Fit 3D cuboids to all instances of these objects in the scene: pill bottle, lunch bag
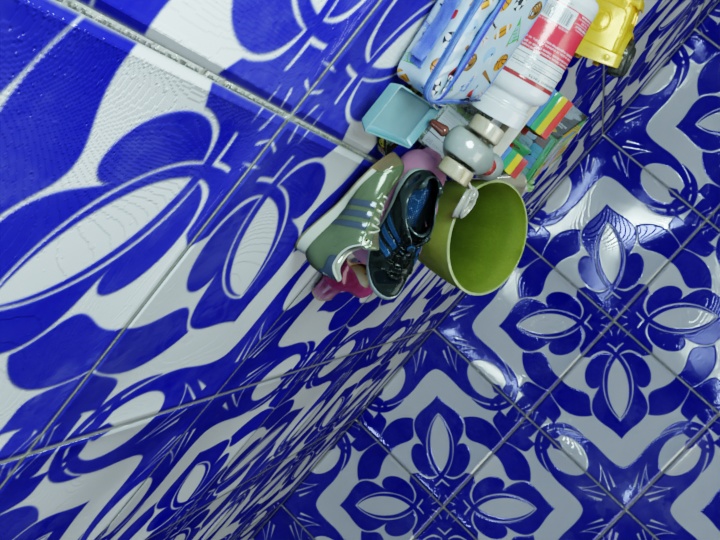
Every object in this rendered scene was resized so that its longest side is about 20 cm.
[{"bbox_3d":[0.238,-0.306,1.180,0.201,0.112,0.112,-61,164,16],"label":"pill bottle"},{"bbox_3d":[0.135,-0.289,1.013,0.160,0.076,0.201,-15,143,-54],"label":"lunch bag"}]

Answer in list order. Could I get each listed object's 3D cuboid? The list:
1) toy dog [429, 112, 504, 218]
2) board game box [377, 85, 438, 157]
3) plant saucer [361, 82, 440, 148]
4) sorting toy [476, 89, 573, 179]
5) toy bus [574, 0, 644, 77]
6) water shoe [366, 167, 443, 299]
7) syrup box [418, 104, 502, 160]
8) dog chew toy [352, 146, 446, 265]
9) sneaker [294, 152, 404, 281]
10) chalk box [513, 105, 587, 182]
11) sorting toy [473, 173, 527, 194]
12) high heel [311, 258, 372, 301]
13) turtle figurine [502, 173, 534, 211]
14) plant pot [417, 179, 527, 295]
[{"bbox_3d":[0.148,-0.172,1.200,0.132,0.096,0.200,-47,166,-10],"label":"toy dog"},{"bbox_3d":[0.098,-0.249,1.156,0.200,0.023,0.105,-45,165,-12],"label":"board game box"},{"bbox_3d":[0.053,-0.198,1.074,0.070,0.019,0.200,-50,168,14],"label":"plant saucer"},{"bbox_3d":[0.254,-0.239,1.397,0.201,0.069,0.199,-53,-166,10],"label":"sorting toy"},{"bbox_3d":[0.449,-0.461,1.506,0.200,0.135,0.193,-26,139,-65],"label":"toy bus"},{"bbox_3d":[0.061,-0.049,1.206,0.079,0.071,0.202,-132,-124,-69],"label":"water shoe"},{"bbox_3d":[0.185,-0.254,1.305,0.200,0.079,0.081,-51,167,14],"label":"syrup box"},{"bbox_3d":[0.063,-0.098,1.296,0.201,0.124,0.124,-60,165,14],"label":"dog chew toy"},{"bbox_3d":[0.005,-0.068,1.199,0.200,0.090,0.067,-43,168,8],"label":"sneaker"},{"bbox_3d":[0.340,-0.270,1.683,0.200,0.124,0.124,-35,162,-43],"label":"chalk box"},{"bbox_3d":[0.240,-0.134,1.729,0.183,0.037,0.200,-7,160,-2],"label":"sorting toy"},{"bbox_3d":[0.000,0.000,1.491,0.199,0.068,0.096,-8,151,-51],"label":"high heel"},{"bbox_3d":[0.347,-0.194,1.902,0.194,0.144,0.200,-41,170,-44],"label":"turtle figurine"},{"bbox_3d":[0.144,-0.075,1.409,0.186,0.199,0.189,-14,113,-37],"label":"plant pot"}]
